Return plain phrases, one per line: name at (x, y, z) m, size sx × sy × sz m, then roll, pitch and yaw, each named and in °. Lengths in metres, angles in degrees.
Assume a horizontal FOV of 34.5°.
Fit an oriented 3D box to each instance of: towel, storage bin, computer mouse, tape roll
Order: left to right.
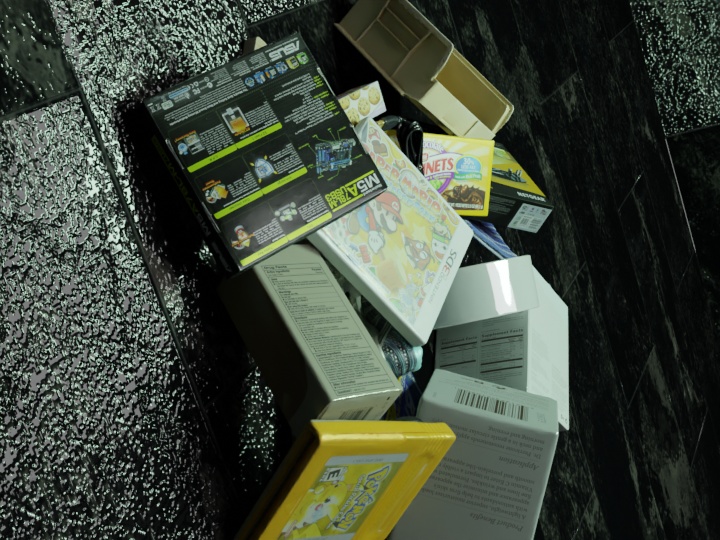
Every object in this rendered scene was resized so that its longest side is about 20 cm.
computer mouse at (0.028, -0.104, 1.367) m, size 0.200 × 0.046 × 0.142 m, roll -28°, pitch 117°, yaw -47°
storage bin at (0.092, -0.277, 1.588) m, size 0.199 × 0.094 × 0.200 m, roll 50°, pitch 12°, yaw 33°
tape roll at (0.133, 0.033, 1.530) m, size 0.202 × 0.201 × 0.071 m, roll -7°, pitch 85°, yaw -62°
towel at (0.153, -0.093, 1.690) m, size 0.145 × 0.024 × 0.200 m, roll 32°, pitch 19°, yaw -46°

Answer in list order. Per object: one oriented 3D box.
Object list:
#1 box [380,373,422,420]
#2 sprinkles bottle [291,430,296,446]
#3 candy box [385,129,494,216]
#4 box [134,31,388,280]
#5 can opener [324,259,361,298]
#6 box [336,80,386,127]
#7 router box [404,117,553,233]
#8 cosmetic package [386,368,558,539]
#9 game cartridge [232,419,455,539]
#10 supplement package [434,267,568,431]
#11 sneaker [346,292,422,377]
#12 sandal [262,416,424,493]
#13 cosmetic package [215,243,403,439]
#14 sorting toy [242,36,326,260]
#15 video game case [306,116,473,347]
box at (0.018, 0.205, 1.396) m, size 0.070 × 0.064 × 0.201 m, roll 60°, pitch 32°, yaw -31°
sprinkles bottle at (-0.044, 0.169, 1.288) m, size 0.068 × 0.068 × 0.202 m, roll 36°, pitch 49°, yaw -52°
candy box at (0.088, -0.124, 1.483) m, size 0.199 × 0.026 × 0.103 m, roll 0°, pitch 95°, yaw -37°
box at (-0.098, -0.120, 1.179) m, size 0.199 × 0.047 × 0.194 m, roll -31°, pitch 93°, yaw -29°
can opener at (0.000, 0.000, 1.388) m, size 0.199 × 0.066 × 0.053 m, roll -17°, pitch 103°, yaw -44°
box at (-0.027, -0.177, 1.334) m, size 0.200 × 0.038 × 0.042 m, roll -38°, pitch 112°, yaw -60°
router box at (0.157, -0.134, 1.648) m, size 0.199 × 0.052 × 0.158 m, roll 9°, pitch 35°, yaw -38°
cosmetic package at (0.136, 0.246, 1.385) m, size 0.165 × 0.163 × 0.202 m, roll -37°, pitch 141°, yaw -78°
game cartridge at (-0.014, 0.226, 1.184) m, size 0.199 × 0.177 × 0.032 m, roll 8°, pitch 32°, yaw -43°
supplement package at (0.206, 0.122, 1.684) m, size 0.152 × 0.150 × 0.201 m, roll 42°, pitch 45°, yaw -48°
sneaker at (0.029, 0.076, 1.383) m, size 0.200 × 0.086 × 0.078 m, roll -103°, pitch -170°, yaw -64°
sandal at (-0.017, 0.190, 1.213) m, size 0.199 × 0.045 × 0.076 m, roll -16°, pitch 131°, yaw -24°
cosmetic package at (-0.055, 0.070, 1.185) m, size 0.105 × 0.071 × 0.201 m, roll -2°, pitch 50°, yaw -42°
sorting toy at (-0.064, -0.146, 1.370) m, size 0.200 × 0.069 × 0.200 m, roll 42°, pitch 45°, yaw -48°
video game case at (0.036, -0.045, 1.311) m, size 0.200 × 0.023 × 0.183 m, roll 45°, pitch 49°, yaw -22°
